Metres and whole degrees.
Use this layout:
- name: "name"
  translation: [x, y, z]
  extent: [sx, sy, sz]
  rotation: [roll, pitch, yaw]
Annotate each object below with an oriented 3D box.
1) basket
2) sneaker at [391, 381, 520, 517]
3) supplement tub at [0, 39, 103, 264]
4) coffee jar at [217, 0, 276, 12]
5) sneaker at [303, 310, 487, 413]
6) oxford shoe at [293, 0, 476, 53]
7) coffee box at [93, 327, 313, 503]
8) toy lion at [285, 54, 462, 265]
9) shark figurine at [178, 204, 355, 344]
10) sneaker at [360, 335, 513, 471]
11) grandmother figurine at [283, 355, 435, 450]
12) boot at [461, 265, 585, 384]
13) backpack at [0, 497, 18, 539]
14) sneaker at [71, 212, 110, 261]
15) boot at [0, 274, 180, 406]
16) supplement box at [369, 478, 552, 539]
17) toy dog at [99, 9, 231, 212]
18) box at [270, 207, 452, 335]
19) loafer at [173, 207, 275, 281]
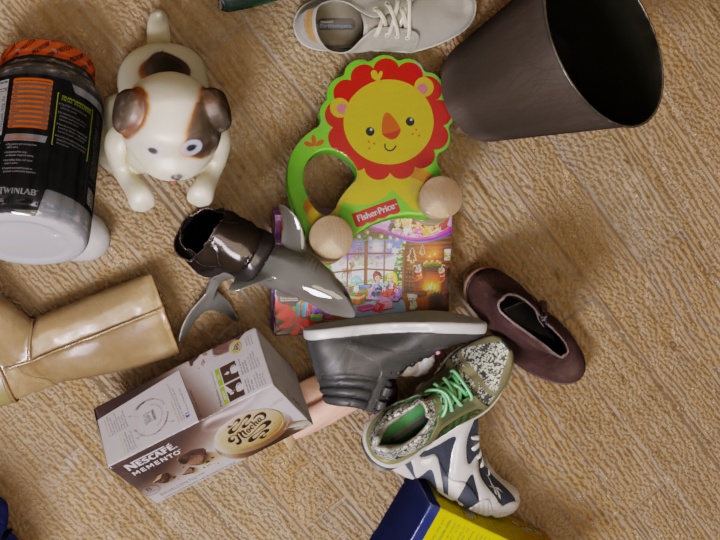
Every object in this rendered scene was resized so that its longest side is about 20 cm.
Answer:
- name: "basket"
  translation: [0.183, -0.209, 1.433]
  extent: [0.136, 0.200, 0.181]
  rotation: [-37, 103, -32]
- name: "sneaker"
  translation: [0.123, 0.193, 1.604]
  extent: [0.198, 0.080, 0.130]
  rotation: [28, 98, -15]
- name: "supplement tub"
  translation: [-0.318, -0.117, 1.381]
  extent: [0.122, 0.123, 0.201]
  rotation: [8, 65, -12]
- name: "coffee jar"
  translation: [-0.056, -0.330, 1.432]
  extent: [0.199, 0.085, 0.105]
  rotation: [-10, 103, -7]
- name: "sneaker"
  translation: [0.041, 0.100, 1.524]
  extent: [0.199, 0.071, 0.100]
  rotation: [-6, 97, -2]
- name: "oxford shoe"
  translation: [0.029, -0.264, 1.480]
  extent: [0.199, 0.058, 0.076]
  rotation: [-7, 102, -11]
- name: "coffee box"
  translation: [-0.168, 0.157, 1.502]
  extent: [0.199, 0.080, 0.113]
  rotation: [-27, 145, 6]
- name: "toy lion"
  translation: [0.010, -0.125, 1.492]
  extent: [0.199, 0.069, 0.193]
  rotation: [-21, 87, -9]
- name: "shark figurine"
  translation: [-0.120, 0.012, 1.461]
  extent: [0.214, 0.089, 0.129]
  rotation: [-8, 113, 37]
- name: "sneaker"
  translation: [0.087, 0.145, 1.509]
  extent: [0.200, 0.089, 0.077]
  rotation: [-40, 84, -2]
- name: "grandmother figurine"
  translation: [-0.004, 0.130, 1.577]
  extent: [0.199, 0.061, 0.122]
  rotation: [-29, 116, 1]
- name: "boot"
  translation: [0.194, 0.077, 1.539]
  extent: [0.200, 0.166, 0.072]
  rotation: [42, 92, -17]
- name: "backpack"
  translation: [-0.435, 0.318, 1.471]
  extent: [0.168, 0.200, 0.163]
  rotation: [36, 95, -17]
- name: "sneaker"
  translation: [-0.352, -0.064, 1.455]
  extent: [0.199, 0.072, 0.072]
  rotation: [29, 96, -17]
- name: "boot"
  translation: [-0.313, 0.043, 1.496]
  extent: [0.199, 0.066, 0.176]
  rotation: [-18, 119, -4]
- name: "supplement box"
  translation: [0.126, 0.332, 1.625]
  extent: [0.199, 0.110, 0.109]
  rotation: [28, 98, -15]
- name: "toy dog"
  translation: [-0.184, -0.152, 1.394]
  extent: [0.139, 0.200, 0.195]
  rotation: [8, 103, -13]
- name: "box"
  translation: [0.000, 0.000, 1.552]
  extent: [0.199, 0.039, 0.138]
  rotation: [-2, 104, -10]
- name: "loafer"
  translation: [-0.151, -0.039, 1.433]
  extent: [0.071, 0.200, 0.073]
  rotation: [34, 78, -24]
